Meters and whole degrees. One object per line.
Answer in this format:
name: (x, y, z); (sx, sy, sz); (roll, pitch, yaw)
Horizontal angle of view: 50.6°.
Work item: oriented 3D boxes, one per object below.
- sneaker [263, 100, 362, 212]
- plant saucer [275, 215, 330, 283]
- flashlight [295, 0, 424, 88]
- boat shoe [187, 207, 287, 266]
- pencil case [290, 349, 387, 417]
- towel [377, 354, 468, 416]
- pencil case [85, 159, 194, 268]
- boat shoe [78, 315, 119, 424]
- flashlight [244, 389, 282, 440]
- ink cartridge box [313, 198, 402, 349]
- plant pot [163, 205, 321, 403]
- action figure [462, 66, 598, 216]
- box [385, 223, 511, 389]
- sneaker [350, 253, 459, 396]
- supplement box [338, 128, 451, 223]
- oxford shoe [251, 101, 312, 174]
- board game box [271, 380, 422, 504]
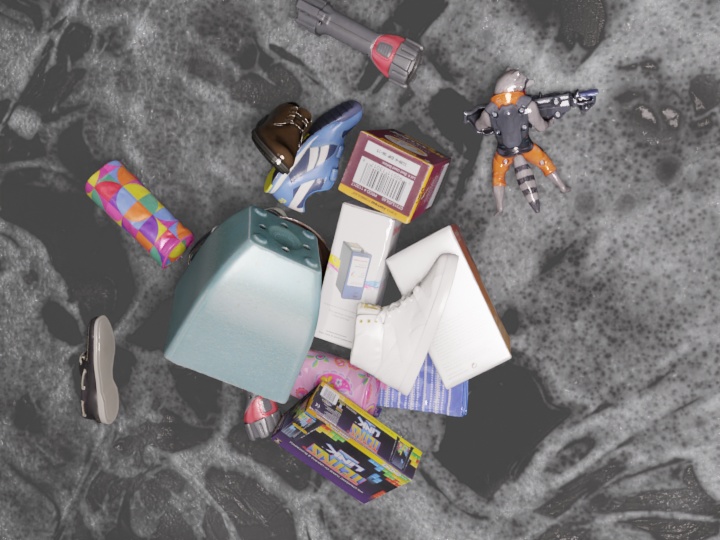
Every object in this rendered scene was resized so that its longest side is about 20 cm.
sneaker: (-0.061, -0.177, 1.182); (0.082, 0.074, 0.200); (41, 102, -20)
plant saucer: (-0.140, -0.007, 1.220); (0.194, 0.035, 0.205); (-2, 124, -3)
flashlight: (-0.001, -0.346, 1.137); (0.197, 0.068, 0.068); (30, 142, 12)
boat shoe: (-0.209, -0.043, 1.254); (0.195, 0.062, 0.077); (-18, 98, 18)
pencil case: (-0.057, 0.175, 1.233); (0.195, 0.087, 0.090); (13, 105, 21)
towel: (0.079, 0.159, 1.235); (0.194, 0.024, 0.149); (4, 101, 15)
pencil case: (-0.371, -0.096, 1.281); (0.200, 0.088, 0.089); (44, 109, 5)
boat shoe: (-0.479, 0.179, 1.373); (0.059, 0.074, 0.206); (4, 110, 9)
flashlight: (-0.192, 0.180, 1.290); (0.066, 0.068, 0.205); (-21, 91, 5)
ink cartridge box: (0.000, 0.000, 1.151); (0.085, 0.145, 0.205); (17, 101, 6)
plant pot: (-0.153, 0.029, 1.115); (0.192, 0.198, 0.203); (23, 115, -19)
action figure: (0.246, -0.193, 1.078); (0.195, 0.105, 0.198); (-14, 107, 20)
box: (0.133, 0.046, 1.118); (0.104, 0.152, 0.204); (-25, 90, 12)
sneaker: (0.051, 0.055, 1.021); (0.113, 0.074, 0.204); (24, 101, 7)
supplement box: (0.055, -0.140, 1.087); (0.108, 0.200, 0.087); (27, 106, 8)
oxford shoe: (-0.112, -0.208, 1.127); (0.084, 0.202, 0.073); (-38, 118, 16)
board game box: (-0.026, 0.278, 1.210); (0.198, 0.057, 0.165); (36, 140, -7)
